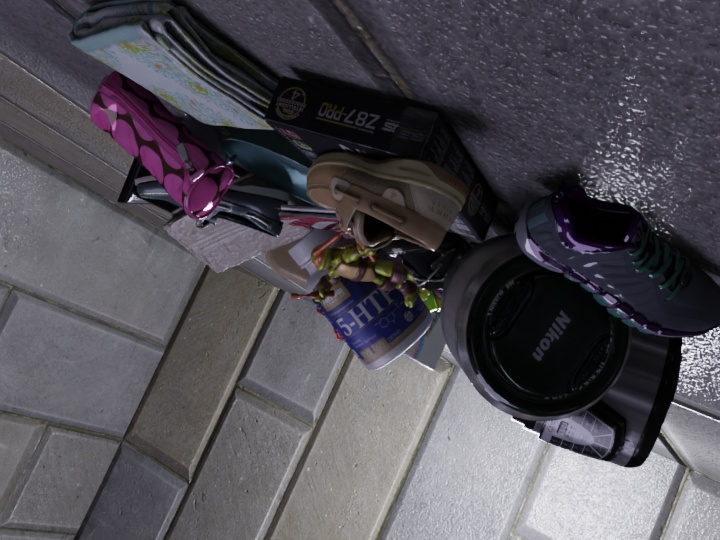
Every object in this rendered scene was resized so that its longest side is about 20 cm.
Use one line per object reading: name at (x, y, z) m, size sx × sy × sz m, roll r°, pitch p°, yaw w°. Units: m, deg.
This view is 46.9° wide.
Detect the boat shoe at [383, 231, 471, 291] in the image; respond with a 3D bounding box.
boat shoe at (0.081, -0.013, 0.909) m, size 0.071 × 0.069 × 0.200 m, roll -6°, pitch 172°, yaw 23°

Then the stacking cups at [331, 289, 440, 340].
stacking cups at (0.054, 0.057, 1.237) m, size 0.061 × 0.198 × 0.061 m, roll 158°, pitch 89°, yaw -90°

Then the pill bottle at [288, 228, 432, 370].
pill bottle at (-0.004, 0.024, 1.134) m, size 0.201 × 0.119 × 0.120 m, roll 51°, pitch 170°, yaw -5°

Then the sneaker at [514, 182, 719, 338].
sneaker at (0.224, -0.005, 0.671) m, size 0.198 × 0.075 × 0.088 m, roll 24°, pitch 163°, yaw -7°

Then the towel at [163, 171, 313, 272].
towel at (-0.169, -0.069, 1.178) m, size 0.198 × 0.035 × 0.133 m, roll -20°, pitch 139°, yaw 23°

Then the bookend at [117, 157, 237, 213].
bookend at (-0.233, -0.106, 1.279) m, size 0.198 × 0.093 × 0.199 m, roll 25°, pitch -173°, yaw 5°

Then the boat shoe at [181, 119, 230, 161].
boat shoe at (-0.211, -0.151, 1.120) m, size 0.086 × 0.075 × 0.201 m, roll 31°, pitch 174°, yaw -37°

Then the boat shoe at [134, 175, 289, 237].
boat shoe at (-0.191, -0.083, 1.064) m, size 0.197 × 0.063 × 0.073 m, roll 7°, pitch 178°, yaw -12°

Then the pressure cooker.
pressure cooker at (0.260, 0.123, 0.987) m, size 0.198 × 0.178 × 0.179 m, roll 20°, pitch 176°, yaw 13°

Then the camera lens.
camera lens at (0.161, 0.047, 0.808) m, size 0.158 × 0.162 × 0.200 m, roll 26°, pitch -176°, yaw -3°

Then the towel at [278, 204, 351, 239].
towel at (0.009, -0.051, 0.969) m, size 0.142 × 0.023 × 0.200 m, roll 5°, pitch 179°, yaw 23°

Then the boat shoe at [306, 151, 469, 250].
boat shoe at (0.006, -0.055, 0.694) m, size 0.071 × 0.065 × 0.199 m, roll 28°, pitch 171°, yaw -31°

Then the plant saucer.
plant saucer at (-0.071, -0.122, 0.994) m, size 0.198 × 0.036 × 0.200 m, roll 25°, pitch 173°, yaw 3°

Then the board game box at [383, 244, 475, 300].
board game box at (0.140, 0.010, 1.101) m, size 0.198 × 0.062 × 0.200 m, roll 24°, pitch 173°, yaw 22°

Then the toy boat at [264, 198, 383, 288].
toy boat at (-0.040, -0.038, 1.264) m, size 0.198 × 0.132 × 0.131 m, roll 24°, pitch -157°, yaw 14°

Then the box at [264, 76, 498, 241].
box at (0.026, -0.099, 0.763) m, size 0.160 × 0.050 × 0.200 m, roll 18°, pitch 171°, yaw 27°

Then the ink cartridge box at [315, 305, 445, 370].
ink cartridge box at (0.055, 0.057, 1.389) m, size 0.144 × 0.146 × 0.200 m, roll 21°, pitch 171°, yaw 35°

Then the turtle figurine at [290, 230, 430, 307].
turtle figurine at (0.000, 0.000, 1.018) m, size 0.159 × 0.065 × 0.200 m, roll 16°, pitch 149°, yaw -17°

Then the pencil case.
pencil case at (-0.238, -0.155, 0.985) m, size 0.199 × 0.091 × 0.094 m, roll 40°, pitch -178°, yaw 16°

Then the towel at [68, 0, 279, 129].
towel at (-0.171, -0.192, 0.795) m, size 0.170 × 0.049 × 0.199 m, roll 33°, pitch 171°, yaw -39°
